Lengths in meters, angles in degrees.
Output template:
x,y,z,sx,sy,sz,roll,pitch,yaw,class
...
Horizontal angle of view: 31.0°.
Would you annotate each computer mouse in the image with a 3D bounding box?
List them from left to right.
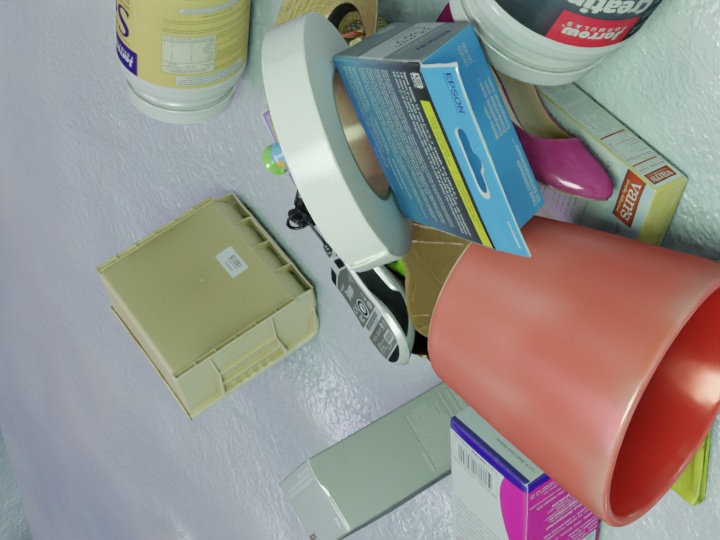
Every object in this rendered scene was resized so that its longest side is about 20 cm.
x,y,z,sx,sy,sz,roll,pitch,yaw,class
0.000,0.000,1.236,0.200,0.044,0.110,56,157,12,computer mouse

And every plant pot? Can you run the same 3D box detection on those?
x,y,z,sx,sy,sz,roll,pitch,yaw,class
0.160,0.055,0.942,0.177,0.200,0.201,28,134,32,plant pot

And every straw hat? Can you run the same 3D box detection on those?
x,y,z,sx,sy,sz,roll,pitch,yaw,class
-0.006,-0.192,1.188,0.201,0.085,0.202,-25,59,52,straw hat

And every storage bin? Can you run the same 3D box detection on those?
x,y,z,sx,sy,sz,roll,pitch,yaw,class
-0.182,0.035,1.557,0.200,0.198,0.094,48,164,31,storage bin

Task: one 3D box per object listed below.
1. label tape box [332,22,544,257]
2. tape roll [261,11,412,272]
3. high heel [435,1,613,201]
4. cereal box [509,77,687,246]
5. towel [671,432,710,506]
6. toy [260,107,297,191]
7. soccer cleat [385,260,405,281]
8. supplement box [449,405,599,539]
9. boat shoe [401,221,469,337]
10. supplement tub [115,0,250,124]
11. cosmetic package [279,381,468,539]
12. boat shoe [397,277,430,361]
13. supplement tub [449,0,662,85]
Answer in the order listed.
x,y,z,sx,sy,sz,roll,pitch,yaw,class
0.067,-0.099,0.920,0.200,0.066,0.144,22,140,64,label tape box
-0.014,-0.098,0.997,0.203,0.037,0.203,-20,-90,-75,tape roll
0.128,-0.136,0.981,0.200,0.067,0.096,45,121,34,high heel
0.163,-0.074,1.045,0.200,0.039,0.144,47,145,32,cereal box
0.217,0.120,1.114,0.200,0.018,0.086,33,137,46,towel
-0.055,-0.139,1.363,0.200,0.047,0.116,-23,91,62,toy
0.020,-0.049,1.292,0.200,0.068,0.081,39,180,21,soccer cleat
0.150,0.206,1.181,0.101,0.103,0.201,40,146,38,supplement box
0.075,-0.027,1.148,0.073,0.069,0.200,17,136,17,boat shoe
-0.191,-0.274,1.397,0.145,0.145,0.200,48,146,32,supplement tub
0.030,0.191,1.293,0.090,0.200,0.107,61,150,11,cosmetic package
0.064,0.051,1.266,0.202,0.075,0.075,31,136,47,boat shoe
0.150,-0.228,0.850,0.141,0.140,0.200,59,150,15,supplement tub
